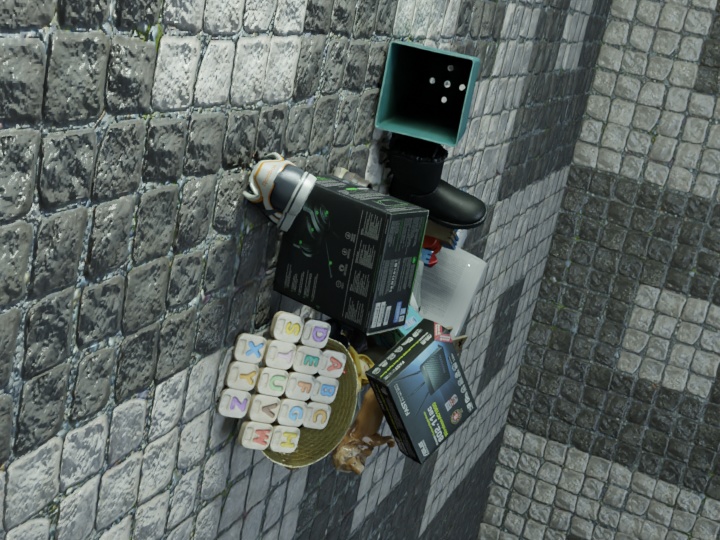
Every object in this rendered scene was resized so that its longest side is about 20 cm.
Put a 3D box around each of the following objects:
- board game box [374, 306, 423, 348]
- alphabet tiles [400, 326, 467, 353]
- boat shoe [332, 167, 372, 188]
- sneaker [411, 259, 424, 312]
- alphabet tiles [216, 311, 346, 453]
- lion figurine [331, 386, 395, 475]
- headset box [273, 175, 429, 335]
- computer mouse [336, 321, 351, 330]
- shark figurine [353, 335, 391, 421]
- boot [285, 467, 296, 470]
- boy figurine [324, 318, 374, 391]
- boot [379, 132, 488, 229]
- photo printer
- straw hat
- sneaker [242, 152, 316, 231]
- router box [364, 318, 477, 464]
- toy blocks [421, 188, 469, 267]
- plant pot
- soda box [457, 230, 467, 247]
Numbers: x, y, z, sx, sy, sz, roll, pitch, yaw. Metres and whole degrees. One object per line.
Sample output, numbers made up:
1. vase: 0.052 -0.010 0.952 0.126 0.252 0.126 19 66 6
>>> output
1. board game box: 0.065 0.104 1.849 0.047 0.151 0.201 -35 150 -13
2. alphabet tiles: 0.108 0.167 1.823 0.199 0.008 0.168 -9 135 -45
3. boat shoe: 0.001 -0.093 1.624 0.200 0.073 0.075 53 57 -67
4. sneaker: 0.086 0.012 1.829 0.079 0.074 0.201 -43 148 -20
5. alphabet tiles: -0.109 0.163 1.469 0.194 0.015 0.202 16 91 -38
6. lion figurine: 0.020 0.254 1.758 0.122 0.072 0.202 9 101 -46
7. headset box: -0.022 -0.029 1.442 0.092 0.199 0.176 -8 114 -51
8. computer mouse: 0.014 0.055 1.690 0.059 0.034 0.200 -43 179 30
9. shark figurine: -0.007 0.201 1.892 0.089 0.128 0.216 -16 143 -38
10. boot: -0.065 0.233 1.703 0.201 0.070 0.145 -48 160 -35
11. boy figurine: -0.022 0.157 1.736 0.200 0.064 0.125 54 13 -58
12. boot: 0.130 -0.158 1.758 0.163 0.196 0.074 89 23 -57
13. photo printer: 0.142 0.041 2.001 0.070 0.165 0.201 114 1 -66
14. straw hat: -0.100 0.188 1.545 0.199 0.085 0.204 -10 108 -34
15. sneaker: -0.106 -0.106 1.327 0.079 0.079 0.200 -63 -176 -10
16. router box: 0.106 0.205 1.727 0.150 0.062 0.201 -40 127 -23
17. toy blocks: 0.126 -0.083 1.886 0.100 0.135 0.202 48 62 -68
18. plant pot: 0.127 -0.307 1.711 0.200 0.140 0.143 -44 147 -68
19. soda box: 0.158 -0.030 2.129 0.201 0.068 0.064 -60 157 -31
